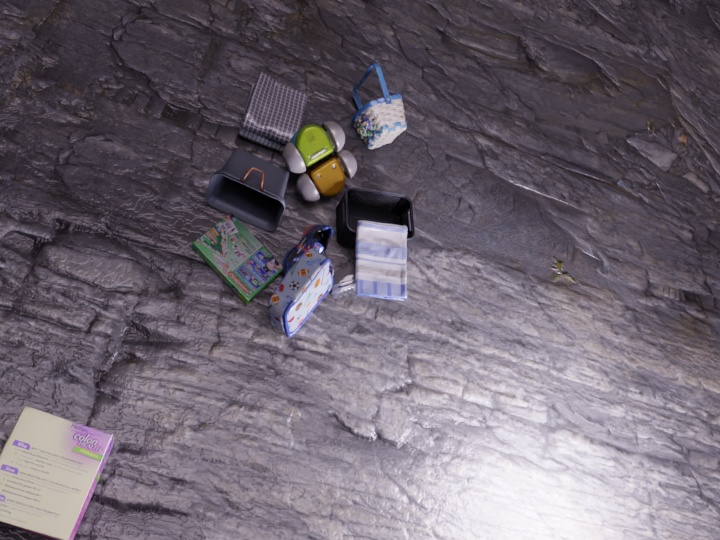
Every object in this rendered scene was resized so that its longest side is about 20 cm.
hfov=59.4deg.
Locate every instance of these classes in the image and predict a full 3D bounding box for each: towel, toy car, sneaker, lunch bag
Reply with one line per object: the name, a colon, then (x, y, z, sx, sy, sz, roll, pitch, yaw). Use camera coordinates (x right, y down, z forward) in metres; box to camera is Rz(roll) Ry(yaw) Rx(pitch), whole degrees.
towel: (0.056, -0.028, 1.625, 0.144, 0.024, 0.204, 7, 73, -18)
toy car: (-0.119, -0.301, 1.699, 0.173, 0.150, 0.202, -32, 121, -10)
sneaker: (0.000, 0.000, 1.653, 0.197, 0.075, 0.083, -20, 76, -27)
sneaker: (-0.132, -0.049, 1.611, 0.075, 0.078, 0.202, 41, 56, -24)
towel: (-0.239, -0.441, 1.762, 0.163, 0.086, 0.204, 17, 61, -14)
lunch bag: (-0.138, 0.055, 1.527, 0.075, 0.161, 0.201, 30, 62, 19)

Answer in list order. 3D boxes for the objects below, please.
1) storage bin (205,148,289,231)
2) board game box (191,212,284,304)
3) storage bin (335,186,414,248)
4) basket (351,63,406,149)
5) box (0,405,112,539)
storage bin: (-0.277, -0.224, 1.622, 0.197, 0.146, 0.136, 22, 50, -10)
board game box: (-0.304, -0.031, 1.575, 0.200, 0.029, 0.134, 46, 59, 3)
storage bin: (0.039, -0.135, 1.723, 0.196, 0.094, 0.138, 7, 63, -19)
basket: (0.045, -0.475, 1.838, 0.137, 0.176, 0.204, -15, 83, -23)
box: (-0.599, 0.392, 1.210, 0.173, 0.097, 0.203, 21, 61, -11)
